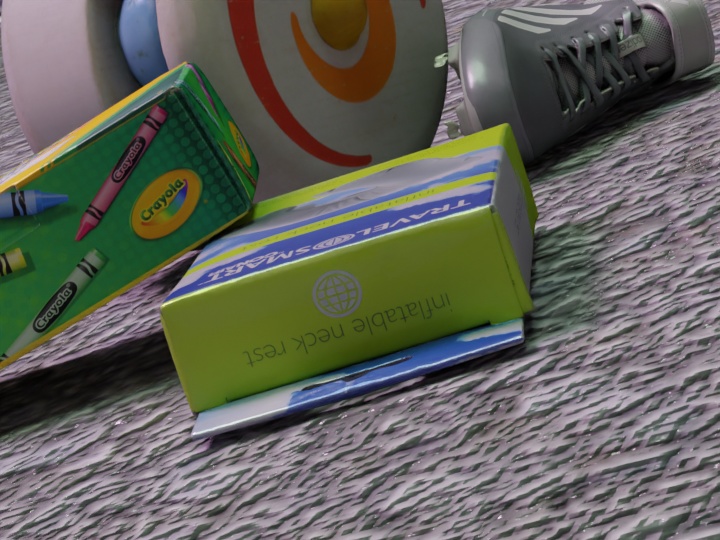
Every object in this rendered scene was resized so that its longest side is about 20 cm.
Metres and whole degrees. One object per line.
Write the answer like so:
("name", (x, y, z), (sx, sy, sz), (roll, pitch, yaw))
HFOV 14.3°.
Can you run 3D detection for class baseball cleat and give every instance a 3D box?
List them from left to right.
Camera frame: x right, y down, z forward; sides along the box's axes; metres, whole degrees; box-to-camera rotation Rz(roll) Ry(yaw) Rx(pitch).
("baseball cleat", (0.102, -0.099, 1.294), (0.106, 0.070, 0.200), (-16, 12, 17))

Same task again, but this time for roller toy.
("roller toy", (-0.053, -0.103, 1.279), (0.140, 0.200, 0.183), (-10, 48, 39))

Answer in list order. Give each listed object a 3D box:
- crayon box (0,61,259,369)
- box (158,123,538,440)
("crayon box", (-0.137, -0.002, 1.112), (0.200, 0.058, 0.119), (-32, 8, 4))
("box", (0.000, 0.000, 1.020), (0.122, 0.048, 0.200), (-17, 10, 8))
